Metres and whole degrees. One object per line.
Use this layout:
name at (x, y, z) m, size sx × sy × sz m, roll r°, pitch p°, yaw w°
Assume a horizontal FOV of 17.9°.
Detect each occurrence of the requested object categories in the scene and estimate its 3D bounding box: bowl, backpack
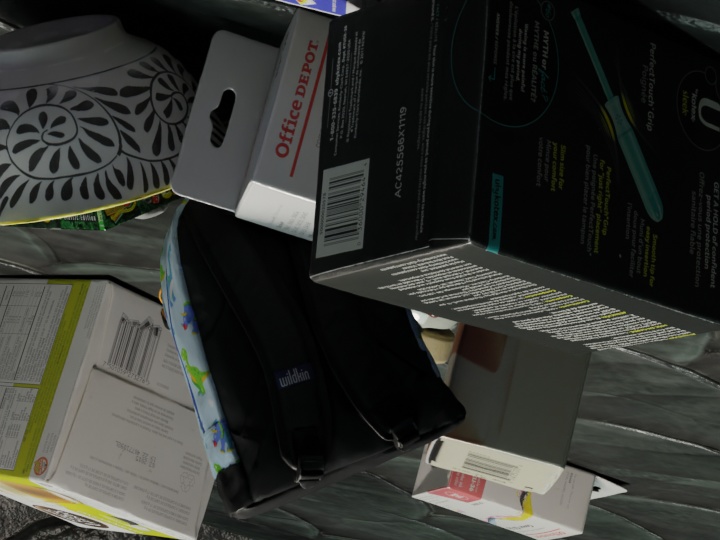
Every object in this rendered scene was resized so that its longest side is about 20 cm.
bowl at (-0.183, -0.103, 1.421) m, size 0.199 × 0.095 × 0.201 m, roll -11°, pitch -163°, yaw 3°
backpack at (-0.049, 0.032, 1.406) m, size 0.162 × 0.201 × 0.154 m, roll -23°, pitch 180°, yaw -15°

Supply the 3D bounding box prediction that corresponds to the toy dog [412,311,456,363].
toy dog at (0.000, 0.000, 1.657) m, size 0.198 × 0.133 × 0.096 m, roll 4°, pitch -174°, yaw 7°

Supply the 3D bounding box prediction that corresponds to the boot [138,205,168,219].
boot at (-0.211, -0.084, 1.657) m, size 0.095 × 0.074 × 0.200 m, roll 2°, pitch 170°, yaw 22°

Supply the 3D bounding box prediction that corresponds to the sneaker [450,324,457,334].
sneaker at (0.000, 0.010, 1.753) m, size 0.198 × 0.077 × 0.084 m, roll 11°, pitch 169°, yaw 12°

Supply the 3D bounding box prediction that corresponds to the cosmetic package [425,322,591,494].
cosmetic package at (0.108, 0.032, 1.482) m, size 0.086 × 0.202 × 0.103 m, roll 15°, pitch 163°, yaw 2°

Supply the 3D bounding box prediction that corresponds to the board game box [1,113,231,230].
board game box at (-0.128, -0.066, 1.472) m, size 0.104 × 0.024 × 0.199 m, roll -1°, pitch -162°, yaw 42°

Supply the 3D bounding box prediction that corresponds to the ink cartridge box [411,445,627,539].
ink cartridge box at (0.169, 0.235, 2.419) m, size 0.198 × 0.068 × 0.116 m, roll 19°, pitch 165°, yaw -14°

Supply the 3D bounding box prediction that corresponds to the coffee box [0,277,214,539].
coffee box at (-0.261, 0.134, 2.218) m, size 0.197 × 0.202 × 0.199 m, roll 0°, pitch 159°, yaw 45°

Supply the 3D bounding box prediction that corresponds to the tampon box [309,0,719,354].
tampon box at (0.091, -0.053, 1.220) m, size 0.199 × 0.151 × 0.126 m, roll 17°, pitch 161°, yaw -39°

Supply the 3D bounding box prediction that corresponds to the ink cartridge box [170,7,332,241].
ink cartridge box at (-0.002, -0.076, 1.355) m, size 0.198 × 0.117 × 0.067 m, roll 17°, pitch 162°, yaw -8°

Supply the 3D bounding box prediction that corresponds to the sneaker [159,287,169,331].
sneaker at (-0.140, 0.043, 2.039) m, size 0.077 × 0.079 × 0.200 m, roll 28°, pitch 162°, yaw 3°

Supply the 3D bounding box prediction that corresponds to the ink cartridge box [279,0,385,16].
ink cartridge box at (-0.063, -0.178, 1.210) m, size 0.198 × 0.037 × 0.095 m, roll 12°, pitch 166°, yaw 1°
